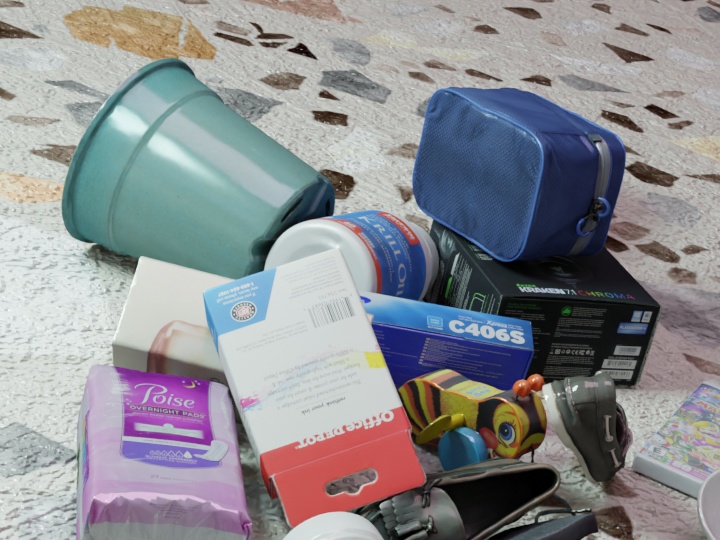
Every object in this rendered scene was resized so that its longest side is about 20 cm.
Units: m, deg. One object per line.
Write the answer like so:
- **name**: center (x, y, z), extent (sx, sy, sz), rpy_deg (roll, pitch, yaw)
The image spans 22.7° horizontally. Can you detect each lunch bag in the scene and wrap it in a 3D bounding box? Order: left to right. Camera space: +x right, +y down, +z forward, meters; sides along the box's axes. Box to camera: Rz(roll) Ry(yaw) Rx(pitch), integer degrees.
- **lunch bag**: center (0.163, -0.093, 1.730), extent (0.132, 0.136, 0.200), rpy_deg (-6, 30, -39)

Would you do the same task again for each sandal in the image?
- **sandal**: center (0.112, 0.227, 1.346), extent (0.076, 0.043, 0.200), rpy_deg (-16, 2, 39)

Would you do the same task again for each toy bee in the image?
- **toy bee**: center (0.116, 0.123, 1.497), extent (0.200, 0.109, 0.131), rpy_deg (19, 26, 16)

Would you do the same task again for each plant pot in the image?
- **plant pot**: center (-0.143, -0.067, 1.698), extent (0.196, 0.200, 0.200), rpy_deg (31, 29, 17)

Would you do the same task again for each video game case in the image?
- **video game case**: center (0.346, 0.166, 1.635), extent (0.143, 0.018, 0.200), rpy_deg (23, 26, 21)

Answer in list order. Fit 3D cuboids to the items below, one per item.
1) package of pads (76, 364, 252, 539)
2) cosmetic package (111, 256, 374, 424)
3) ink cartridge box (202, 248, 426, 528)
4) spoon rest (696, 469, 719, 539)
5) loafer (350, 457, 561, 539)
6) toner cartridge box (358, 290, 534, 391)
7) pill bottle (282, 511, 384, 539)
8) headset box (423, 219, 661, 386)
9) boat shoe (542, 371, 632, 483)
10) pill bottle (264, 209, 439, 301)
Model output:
- **package of pads**: center (-0.149, 0.151, 1.339), extent (0.120, 0.076, 0.200), rpy_deg (10, 24, -13)
- **cosmetic package**: center (-0.097, 0.069, 1.482), extent (0.200, 0.103, 0.087), rpy_deg (14, 62, 3)
- **ink cartridge box**: center (-0.036, 0.097, 1.382), extent (0.116, 0.067, 0.200), rpy_deg (-18, 71, -9)
- **spoon rest**: center (0.371, 0.208, 1.490), extent (0.200, 0.061, 0.099), rpy_deg (7, 49, -19)
- **loafer**: center (0.069, 0.181, 1.359), extent (0.200, 0.072, 0.063), rpy_deg (-18, -4, -40)
- **toner cartridge box**: center (0.043, 0.074, 1.575), extent (0.200, 0.095, 0.043), rpy_deg (11, 37, -7)
- **pill bottle**: center (0.009, 0.247, 1.167), extent (0.113, 0.113, 0.200), rpy_deg (3, 26, -23)
- **headset box**: center (0.168, 0.023, 1.761), extent (0.174, 0.093, 0.200), rpy_deg (4, 25, -21)
- **boat shoe**: center (0.200, 0.130, 1.481), extent (0.057, 0.067, 0.200), rpy_deg (-18, -23, 13)
- **pill bottle**: center (0.000, 0.000, 1.683), extent (0.112, 0.112, 0.200), rpy_deg (22, 15, 19)
